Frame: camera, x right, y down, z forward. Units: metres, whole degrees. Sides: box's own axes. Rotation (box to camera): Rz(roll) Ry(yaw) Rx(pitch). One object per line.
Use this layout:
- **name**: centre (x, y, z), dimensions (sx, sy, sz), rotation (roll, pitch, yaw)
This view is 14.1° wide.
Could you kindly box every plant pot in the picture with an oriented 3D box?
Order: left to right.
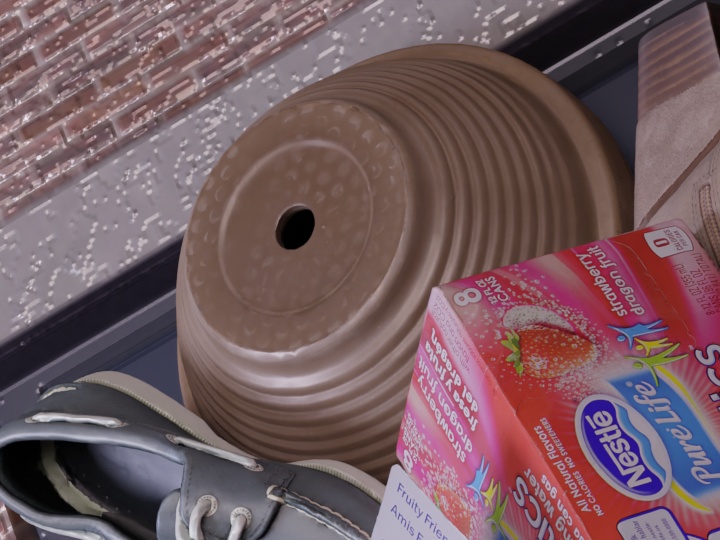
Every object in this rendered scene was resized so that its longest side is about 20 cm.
- **plant pot**: centre (0.000, 0.000, 1.085), dimensions (0.200, 0.093, 0.202), rotation (-13, 65, 29)

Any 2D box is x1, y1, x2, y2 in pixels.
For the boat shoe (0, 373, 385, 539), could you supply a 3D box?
- **boat shoe**: centre (-0.052, 0.096, 1.034), dimensions (0.199, 0.062, 0.073), rotation (25, 115, 33)

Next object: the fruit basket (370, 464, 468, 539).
- **fruit basket**: centre (0.034, 0.193, 0.910), dimensions (0.093, 0.201, 0.185), rotation (-18, 49, -31)

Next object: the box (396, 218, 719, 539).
- **box**: centre (0.101, 0.092, 0.942), dimensions (0.099, 0.096, 0.200), rotation (-15, 53, -23)

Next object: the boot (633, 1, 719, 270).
- **boot**: centre (0.169, -0.039, 0.975), dimensions (0.200, 0.070, 0.147), rotation (-32, 66, 47)
